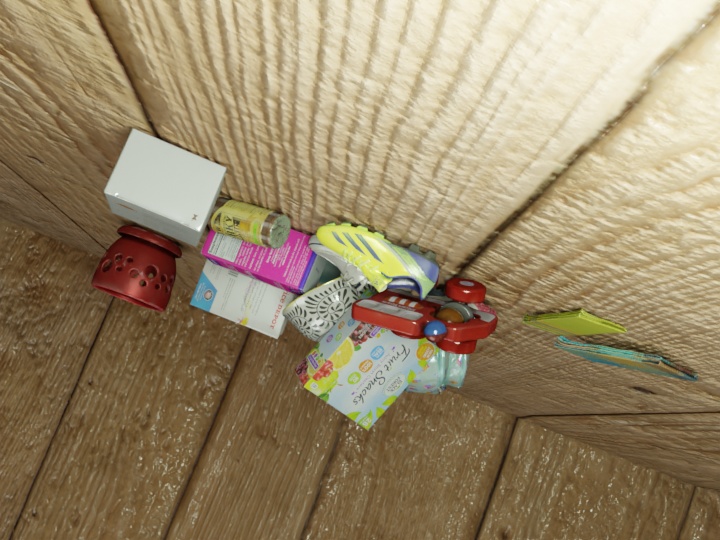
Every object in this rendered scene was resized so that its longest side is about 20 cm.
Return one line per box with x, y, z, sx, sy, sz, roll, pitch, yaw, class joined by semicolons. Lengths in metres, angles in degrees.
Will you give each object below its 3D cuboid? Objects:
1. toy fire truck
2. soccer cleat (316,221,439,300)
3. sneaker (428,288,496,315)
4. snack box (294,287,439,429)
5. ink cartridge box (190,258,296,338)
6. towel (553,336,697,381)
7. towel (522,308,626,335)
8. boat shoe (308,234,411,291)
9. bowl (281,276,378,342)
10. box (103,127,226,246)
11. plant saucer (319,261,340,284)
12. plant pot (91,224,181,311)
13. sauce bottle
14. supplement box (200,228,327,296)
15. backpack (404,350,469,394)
0.104;0.073;1.461;0.200;0.112;0.168;16;-161;23;toy fire truck
0.021;-0.015;1.424;0.200;0.084;0.065;20;170;6;soccer cleat
0.162;0.078;1.669;0.081;0.075;0.200;28;168;-34;sneaker
0.013;0.158;1.654;0.169;0.200;0.068;40;-174;-31;snack box
-0.235;0.037;1.998;0.200;0.147;0.146;22;-178;-1;ink cartridge box
0.448;0.149;1.580;0.200;0.022;0.147;8;171;45;towel
0.341;0.085;1.506;0.086;0.018;0.200;18;170;-13;towel
0.000;0.000;1.592;0.200;0.070;0.071;22;170;-6;boat shoe
-0.035;0.081;1.711;0.201;0.094;0.201;-23;167;-6;bowl
-0.301;-0.123;1.446;0.152;0.106;0.200;23;170;-9;box
-0.107;-0.010;1.858;0.201;0.039;0.201;20;171;3;plant saucer
-0.566;-0.008;2.409;0.200;0.183;0.200;21;170;4;plant pot
-0.216;-0.088;1.587;0.200;0.065;0.065;15;169;27;sauce bottle
-0.169;-0.033;1.681;0.200;0.103;0.101;21;172;10;supplement box
0.139;0.151;1.836;0.153;0.176;0.200;1;165;12;backpack
